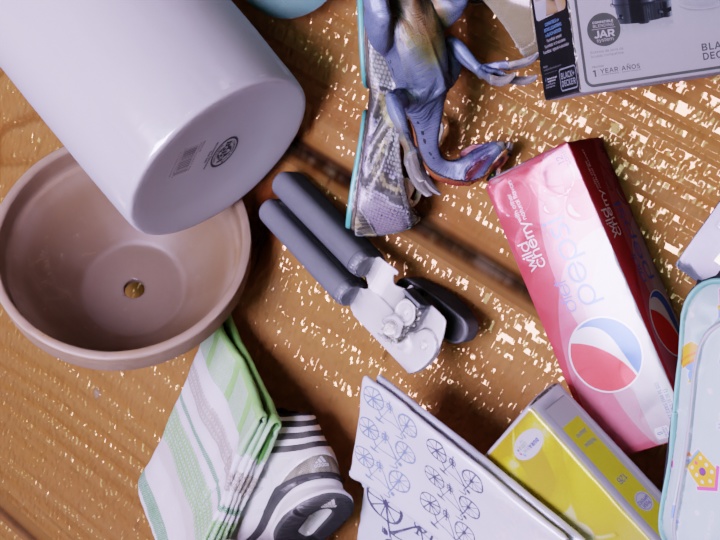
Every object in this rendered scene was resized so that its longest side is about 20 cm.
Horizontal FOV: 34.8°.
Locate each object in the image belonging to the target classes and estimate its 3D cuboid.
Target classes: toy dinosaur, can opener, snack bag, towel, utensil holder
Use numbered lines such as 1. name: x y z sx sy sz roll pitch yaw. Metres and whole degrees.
1. toy dinosaur: 0.050 -0.144 0.752 0.182 0.105 0.200 87 162 -54
2. can opener: 0.000 0.000 0.855 0.200 0.066 0.053 43 118 28
3. snack bag: 0.062 0.191 0.809 0.188 0.021 0.200 36 140 29
4. towel: -0.131 0.149 0.935 0.149 0.031 0.200 55 129 46
5. utensil holder: -0.161 -0.152 0.847 0.200 0.170 0.170 49 119 16

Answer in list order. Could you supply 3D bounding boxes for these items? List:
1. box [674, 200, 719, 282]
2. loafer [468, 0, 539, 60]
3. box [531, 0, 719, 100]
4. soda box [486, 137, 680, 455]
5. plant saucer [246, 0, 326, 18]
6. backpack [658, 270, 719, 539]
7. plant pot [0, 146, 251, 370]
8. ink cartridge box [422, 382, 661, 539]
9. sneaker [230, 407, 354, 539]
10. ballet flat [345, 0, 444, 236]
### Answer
1. box: 0.309 -0.009 0.661 0.200 0.051 0.158 39 116 20
2. loafer: 0.071 -0.214 0.757 0.200 0.076 0.067 46 112 17
3. box: 0.158 -0.209 0.679 0.116 0.060 0.201 -11 96 -10
4. soda box: 0.157 0.017 0.753 0.070 0.063 0.201 -25 86 33
5. plant saucer: -0.070 -0.282 0.821 0.200 0.036 0.201 16 111 48
6. backpack: 0.263 0.090 0.596 0.199 0.153 0.177 9 102 22
7. plant pot: -0.187 -0.004 0.921 0.201 0.201 0.093 45 159 17
8. ink cartridge box: 0.147 0.203 0.766 0.200 0.047 0.198 49 141 17
9. sneaker: -0.074 0.181 0.937 0.201 0.075 0.116 -51 44 42
10. ballet flat: 0.027 -0.123 0.816 0.072 0.072 0.201 10 104 30
